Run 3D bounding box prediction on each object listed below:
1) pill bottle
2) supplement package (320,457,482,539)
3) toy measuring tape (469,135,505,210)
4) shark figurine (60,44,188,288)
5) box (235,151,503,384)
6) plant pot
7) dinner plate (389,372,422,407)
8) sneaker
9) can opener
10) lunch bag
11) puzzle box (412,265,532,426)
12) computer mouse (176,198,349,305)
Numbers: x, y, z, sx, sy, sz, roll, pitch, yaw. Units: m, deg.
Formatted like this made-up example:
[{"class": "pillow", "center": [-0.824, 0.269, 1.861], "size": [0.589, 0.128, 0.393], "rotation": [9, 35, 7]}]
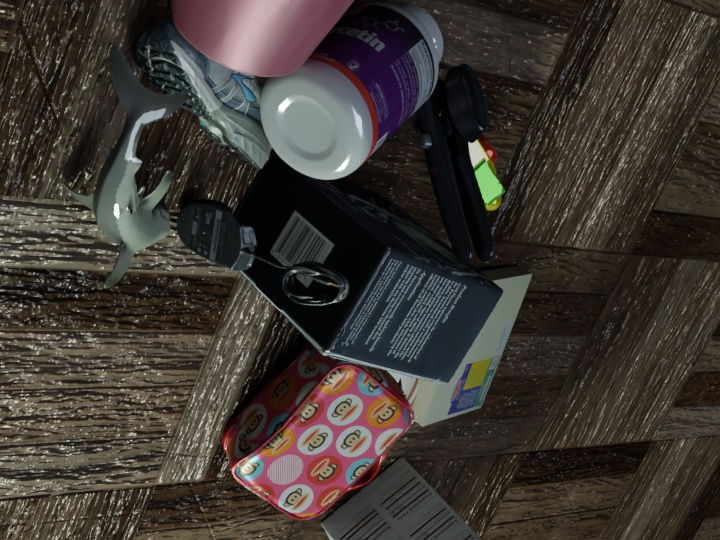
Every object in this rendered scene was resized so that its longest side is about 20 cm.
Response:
[{"class": "pill bottle", "center": [0.000, -0.175, 1.229], "size": [0.200, 0.111, 0.113], "rotation": [-48, 151, -46]}, {"class": "supplement package", "center": [0.081, 0.395, 1.735], "size": [0.147, 0.200, 0.192], "rotation": [-37, 140, -13]}, {"class": "toy measuring tape", "center": [0.093, -0.143, 1.435], "size": [0.073, 0.073, 0.201], "rotation": [-42, 118, -8]}, {"class": "shark figurine", "center": [-0.220, -0.079, 1.161], "size": [0.129, 0.089, 0.215], "rotation": [-56, 166, -34]}, {"class": "box", "center": [0.000, 0.000, 1.336], "size": [0.196, 0.200, 0.125], "rotation": [21, 105, -49]}, {"class": "plant pot", "center": [-0.069, -0.267, 1.078], "size": [0.198, 0.201, 0.180], "rotation": [-9, 143, -38]}, {"class": "dinner plate", "center": [0.014, 0.145, 1.609], "size": [0.199, 0.024, 0.202], "rotation": [-26, 136, -27]}, {"class": "sneaker", "center": [-0.127, -0.176, 1.190], "size": [0.087, 0.077, 0.200], "rotation": [-57, 149, -9]}, {"class": "can opener", "center": [0.092, -0.104, 1.334], "size": [0.063, 0.203, 0.079], "rotation": [-2, 167, -24]}, {"class": "lunch bag", "center": [-0.039, 0.186, 1.511], "size": [0.200, 0.082, 0.176], "rotation": [-44, 126, 8]}, {"class": "puzzle box", "center": [0.137, 0.093, 1.656], "size": [0.132, 0.025, 0.202], "rotation": [-9, 124, -51]}, {"class": "computer mouse", "center": [-0.091, -0.018, 1.249], "size": [0.034, 0.199, 0.059], "rotation": [-23, 134, -56]}]
